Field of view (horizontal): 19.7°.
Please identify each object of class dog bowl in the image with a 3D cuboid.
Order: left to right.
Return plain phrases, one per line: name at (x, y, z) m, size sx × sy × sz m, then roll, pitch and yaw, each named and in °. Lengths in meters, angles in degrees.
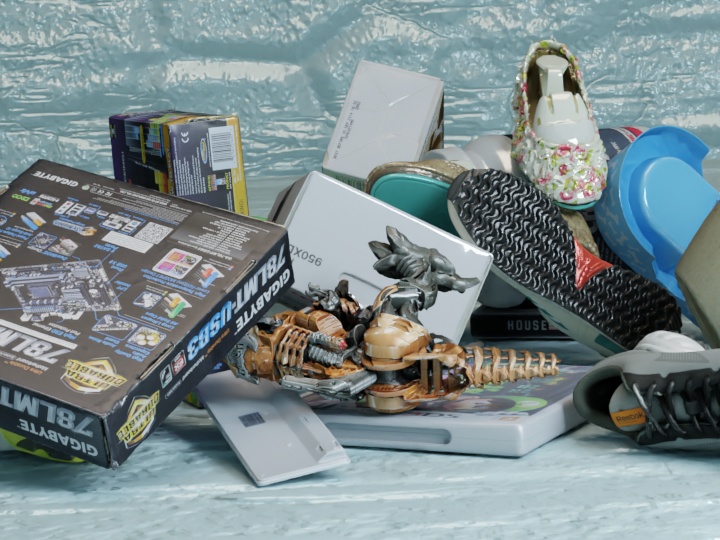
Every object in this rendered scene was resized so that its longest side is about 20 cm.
dog bowl at (0.262, -0.025, 1.621) m, size 0.200 × 0.112 × 0.050 m, roll 40°, pitch -28°, yaw -19°

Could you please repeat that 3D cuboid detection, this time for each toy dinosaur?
toy dinosaur at (0.019, 0.054, 1.291) m, size 0.200 × 0.102 × 0.136 m, roll 25°, pitch 28°, yaw 8°

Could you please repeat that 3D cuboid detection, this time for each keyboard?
keyboard at (-0.059, 0.091, 1.278) m, size 0.056 × 0.011 × 0.200 m, roll -18°, pitch 18°, yaw -11°

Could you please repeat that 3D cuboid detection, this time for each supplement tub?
supplement tub at (0.154, -0.043, 1.691) m, size 0.200 × 0.141 × 0.140 m, roll -5°, pitch 8°, yaw -20°

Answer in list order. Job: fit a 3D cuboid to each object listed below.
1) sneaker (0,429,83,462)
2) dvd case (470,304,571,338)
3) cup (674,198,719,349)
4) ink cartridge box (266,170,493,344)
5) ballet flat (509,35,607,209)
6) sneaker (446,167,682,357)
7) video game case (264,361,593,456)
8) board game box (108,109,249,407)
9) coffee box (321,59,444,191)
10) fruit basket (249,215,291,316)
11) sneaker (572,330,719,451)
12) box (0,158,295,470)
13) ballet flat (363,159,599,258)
sneaker at (-0.228, 0.085, 1.314) m, size 0.200 × 0.075 × 0.085 m, roll 9°, pitch 4°, yaw 16°
dvd case at (0.184, 0.031, 1.749) m, size 0.150 × 0.025 × 0.200 m, roll -1°, pitch 8°, yaw 14°
cup at (0.289, 0.010, 1.338) m, size 0.143 × 0.200 × 0.200 m, roll -28°, pitch 6°, yaw 3°
ink cartridge box at (0.000, 0.000, 1.500) m, size 0.144 × 0.084 × 0.200 m, roll 24°, pitch -5°, yaw -7°
ballet flat at (0.150, -0.121, 1.619) m, size 0.076 × 0.064 × 0.200 m, roll -3°, pitch 32°, yaw -5°
sneaker at (0.136, 0.005, 1.520) m, size 0.200 × 0.070 × 0.093 m, roll 35°, pitch -21°, yaw -7°
video game case at (0.059, 0.086, 1.352) m, size 0.182 × 0.023 × 0.200 m, roll 2°, pitch 8°, yaw 26°
board game box at (-0.127, -0.014, 1.495) m, size 0.057 × 0.200 × 0.165 m, roll -9°, pitch 8°, yaw -22°
coffee box at (0.022, -0.077, 1.813) m, size 0.080 × 0.113 × 0.200 m, roll 15°, pitch -25°, yaw 9°
fruit basket at (-0.038, 0.015, 1.787) m, size 0.185 × 0.094 × 0.200 m, roll 6°, pitch -12°, yaw 11°
sneaker at (0.199, 0.079, 1.213) m, size 0.079 × 0.074 × 0.200 m, roll -16°, pitch 6°, yaw -26°
box at (-0.175, 0.019, 1.269) m, size 0.200 × 0.050 × 0.199 m, roll 16°, pitch 43°, yaw 26°
ballet flat at (0.090, -0.045, 1.567) m, size 0.200 × 0.071 × 0.065 m, roll 25°, pitch 40°, yaw -22°
